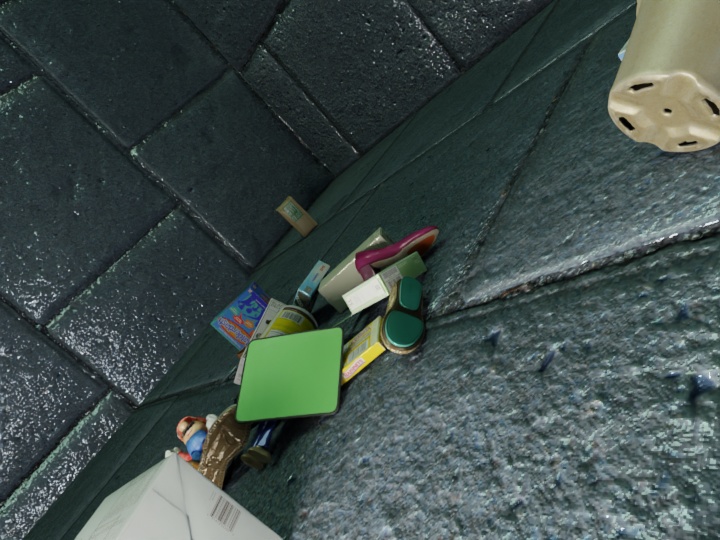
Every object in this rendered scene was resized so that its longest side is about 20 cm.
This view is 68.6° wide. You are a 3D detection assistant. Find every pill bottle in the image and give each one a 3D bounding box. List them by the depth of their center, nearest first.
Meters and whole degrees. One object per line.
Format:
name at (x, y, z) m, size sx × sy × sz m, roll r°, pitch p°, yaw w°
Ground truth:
pill bottle at (-0.178, 0.178, 1.160) m, size 0.109 × 0.109 × 0.201 m, roll -32°, pitch 19°, yaw 42°

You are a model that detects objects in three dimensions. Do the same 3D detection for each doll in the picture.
doll at (-0.152, 0.251, 0.952) m, size 0.137 × 0.048 × 0.201 m, roll -48°, pitch 14°, yaw 46°

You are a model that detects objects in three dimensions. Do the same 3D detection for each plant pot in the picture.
plant pot at (0.392, -0.251, 0.617) m, size 0.185 × 0.200 × 0.200 m, roll -59°, pitch 16°, yaw -9°

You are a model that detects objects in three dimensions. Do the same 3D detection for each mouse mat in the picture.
mouse mat at (-0.122, 0.179, 0.913) m, size 0.198 × 0.008 × 0.162 m, roll -11°, pitch 52°, yaw 20°

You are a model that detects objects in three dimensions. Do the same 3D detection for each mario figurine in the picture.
mario figurine at (-0.370, 0.371, 1.159) m, size 0.122 × 0.107 × 0.200 m, roll -13°, pitch 10°, yaw -24°

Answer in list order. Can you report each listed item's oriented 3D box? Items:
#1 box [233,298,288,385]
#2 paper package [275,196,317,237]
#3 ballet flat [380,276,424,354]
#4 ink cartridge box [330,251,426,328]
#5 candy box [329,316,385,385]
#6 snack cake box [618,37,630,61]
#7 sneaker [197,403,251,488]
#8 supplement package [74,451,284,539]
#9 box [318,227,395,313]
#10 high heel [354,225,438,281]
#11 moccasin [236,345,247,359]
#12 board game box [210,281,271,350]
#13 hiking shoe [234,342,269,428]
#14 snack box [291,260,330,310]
box at (-0.240, 0.181, 1.308) m, size 0.201 × 0.060 × 0.117 m, roll -71°, pitch 5°, yaw -47°
paper package at (-0.329, -0.278, 2.727) m, size 0.104 × 0.200 × 0.191 m, roll -46°, pitch 15°, yaw -3°
ballet flat at (0.067, 0.085, 0.845) m, size 0.200 × 0.070 × 0.066 m, roll -63°, pitch -4°, yaw -59°
ink cartridge box at (0.017, 0.043, 1.020) m, size 0.199 × 0.048 × 0.145 m, roll -31°, pitch -1°, yaw 41°
candy box at (-0.033, 0.169, 0.933) m, size 0.200 × 0.026 × 0.102 m, roll -42°, pitch 10°, yaw 17°
snack cake box at (0.528, -0.392, 0.828) m, size 0.115 × 0.067 × 0.200 m, roll -49°, pitch 14°, yaw -24°
sneaker at (-0.251, 0.315, 0.981) m, size 0.109 × 0.070 × 0.201 m, roll -96°, pitch 31°, yaw -75°
supplement package at (-0.237, 0.361, 0.632) m, size 0.199 × 0.191 × 0.147 m, roll -35°, pitch 16°, yaw 32°
box at (0.000, 0.000, 1.215) m, size 0.200 × 0.082 × 0.068 m, roll -40°, pitch 15°, yaw 15°
high heel at (0.068, -0.053, 1.101) m, size 0.199 × 0.067 × 0.097 m, roll -35°, pitch 54°, yaw 17°
moccasin at (-0.258, 0.179, 1.455) m, size 0.201 × 0.078 × 0.074 m, roll -43°, pitch 14°, yaw 10°
board game box at (-0.344, 0.152, 1.632) m, size 0.200 × 0.152 × 0.045 m, roll -39°, pitch 15°, yaw 24°
hiking shoe at (-0.196, 0.233, 1.011) m, size 0.101 × 0.075 × 0.202 m, roll -64°, pitch -11°, yaw -59°
snack box at (-0.140, 0.080, 1.331) m, size 0.117 × 0.037 × 0.201 m, roll -59°, pitch -4°, yaw -44°
